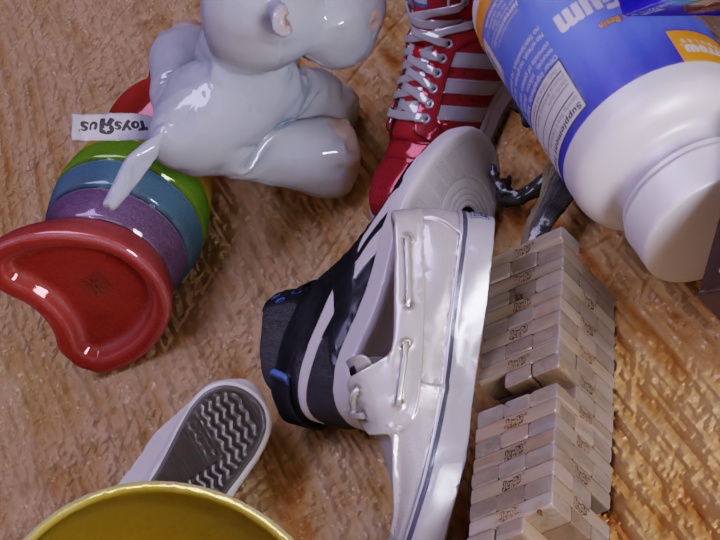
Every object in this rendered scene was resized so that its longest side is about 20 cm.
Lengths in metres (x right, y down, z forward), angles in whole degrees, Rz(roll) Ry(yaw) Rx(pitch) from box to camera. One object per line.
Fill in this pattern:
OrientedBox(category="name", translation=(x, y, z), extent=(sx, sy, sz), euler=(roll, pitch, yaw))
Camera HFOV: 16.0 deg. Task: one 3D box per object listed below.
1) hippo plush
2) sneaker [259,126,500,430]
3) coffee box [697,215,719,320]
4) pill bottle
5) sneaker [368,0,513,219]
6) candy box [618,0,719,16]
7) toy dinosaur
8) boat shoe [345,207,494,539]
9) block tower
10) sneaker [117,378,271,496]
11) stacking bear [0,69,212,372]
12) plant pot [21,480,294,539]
OrientedBox(category="hippo plush", translation=(-0.072, -0.148, 1.607), extent=(0.160, 0.199, 0.161), euler=(61, 141, 42))
OrientedBox(category="sneaker", translation=(0.000, 0.000, 1.514), extent=(0.112, 0.073, 0.201), euler=(-1, 55, 45))
OrientedBox(category="coffee box", translation=(0.256, -0.052, 1.286), extent=(0.114, 0.080, 0.201), euler=(-11, 46, 41))
OrientedBox(category="pill bottle", translation=(0.148, -0.093, 1.392), extent=(0.112, 0.112, 0.200), euler=(-37, 53, 12))
OrientedBox(category="sneaker", translation=(0.045, -0.129, 1.566), extent=(0.071, 0.112, 0.200), euler=(14, 65, 53))
OrientedBox(category="candy box", translation=(0.244, -0.190, 1.345), extent=(0.169, 0.200, 0.077), euler=(-18, 85, 37))
OrientedBox(category="toy dinosaur", translation=(0.118, -0.068, 1.488), extent=(0.088, 0.047, 0.201), euler=(15, 69, 45))
OrientedBox(category="boat shoe", translation=(0.025, 0.063, 1.367), extent=(0.071, 0.069, 0.201), euler=(108, 170, -83))
OrientedBox(category="block tower", translation=(0.097, 0.073, 1.350), extent=(0.054, 0.058, 0.201), euler=(-24, 41, 29))
OrientedBox(category="sneaker", translation=(-0.117, 0.150, 1.509), extent=(0.200, 0.073, 0.085), euler=(-51, 3, 3))
OrientedBox(category="stacking bear", translation=(-0.149, -0.051, 1.707), extent=(0.113, 0.122, 0.200), euler=(-22, 33, 34))
OrientedBox(category="plant pot", translation=(-0.120, 0.223, 1.334), extent=(0.201, 0.200, 0.142), euler=(-64, 11, -26))
